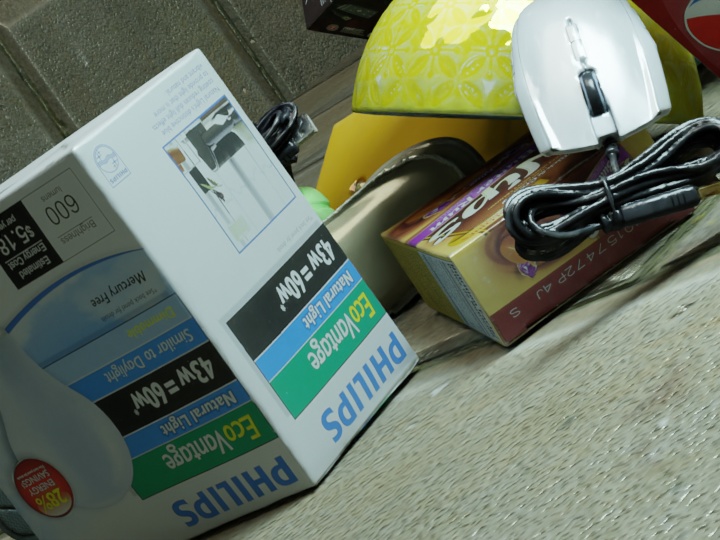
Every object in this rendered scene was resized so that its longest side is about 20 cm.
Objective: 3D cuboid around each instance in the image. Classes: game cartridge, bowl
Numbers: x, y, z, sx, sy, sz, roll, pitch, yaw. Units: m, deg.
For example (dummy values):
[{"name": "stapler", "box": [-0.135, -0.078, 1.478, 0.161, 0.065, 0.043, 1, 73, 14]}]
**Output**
[{"name": "game cartridge", "box": [0.040, -0.066, 1.338, 0.199, 0.032, 0.177, -26, 37, 40]}, {"name": "bowl", "box": [0.095, -0.138, 1.132, 0.198, 0.109, 0.200, 2, 3, 0]}]

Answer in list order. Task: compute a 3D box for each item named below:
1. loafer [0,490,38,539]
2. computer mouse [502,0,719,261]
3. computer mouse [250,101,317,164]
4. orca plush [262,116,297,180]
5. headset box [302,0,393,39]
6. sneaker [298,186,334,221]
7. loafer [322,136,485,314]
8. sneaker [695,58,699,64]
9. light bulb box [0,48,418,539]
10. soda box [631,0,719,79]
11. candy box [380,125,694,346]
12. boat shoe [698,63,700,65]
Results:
[{"name": "loafer", "box": [-0.152, 0.098, 1.284, 0.199, 0.072, 0.063, -35, 2, 19]}, {"name": "computer mouse", "box": [0.106, -0.086, 0.954, 0.109, 0.044, 0.201, -21, 36, 7]}, {"name": "computer mouse", "box": [-0.071, -0.021, 1.211, 0.138, 0.053, 0.200, -36, 23, 6]}, {"name": "orca plush", "box": [-0.077, -0.009, 1.403, 0.105, 0.202, 0.071, 21, 17, 33]}, {"name": "headset box", "box": [0.070, -0.214, 1.210, 0.148, 0.076, 0.200, 5, -27, -30]}, {"name": "sneaker", "box": [-0.096, 0.018, 1.322, 0.084, 0.077, 0.200, -7, -37, -54]}, {"name": "loafer", "box": [0.000, 0.000, 1.218, 0.200, 0.076, 0.068, -42, 7, 20]}, {"name": "sneaker", "box": [0.194, -0.213, 1.271, 0.078, 0.091, 0.201, 96, -165, -69]}, {"name": "light bulb box", "box": [-0.115, 0.030, 1.043, 0.198, 0.201, 0.125, -28, 12, 39]}, {"name": "soda box", "box": [0.167, -0.168, 1.020, 0.070, 0.200, 0.064, -27, 41, 39]}, {"name": "candy box", "box": [0.086, -0.025, 1.052, 0.116, 0.057, 0.200, -35, 10, -5]}, {"name": "boat shoe", "box": [0.214, -0.175, 1.330, 0.199, 0.069, 0.072, -36, 8, -6]}]
